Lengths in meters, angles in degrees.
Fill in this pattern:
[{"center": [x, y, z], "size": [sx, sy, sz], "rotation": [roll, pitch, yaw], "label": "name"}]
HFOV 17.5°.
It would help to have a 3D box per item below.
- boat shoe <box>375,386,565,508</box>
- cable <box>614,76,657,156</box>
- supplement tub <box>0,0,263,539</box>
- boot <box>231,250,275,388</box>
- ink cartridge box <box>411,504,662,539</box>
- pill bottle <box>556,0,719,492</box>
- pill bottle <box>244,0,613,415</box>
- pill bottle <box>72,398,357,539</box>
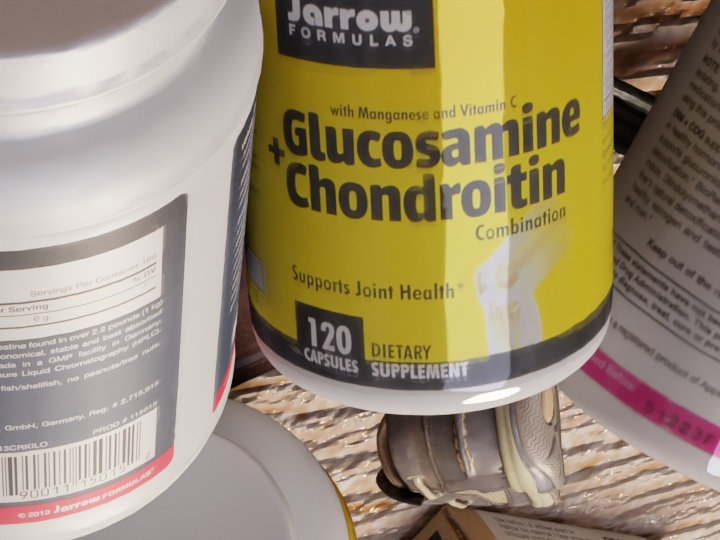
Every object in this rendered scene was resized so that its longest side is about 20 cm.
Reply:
[{"center": [0.040, 0.056, 0.915], "size": [0.073, 0.075, 0.200], "rotation": [-4, 170, 3], "label": "boat shoe"}, {"center": [0.150, -0.025, 0.899], "size": [0.199, 0.097, 0.051], "rotation": [7, 125, -43], "label": "cable"}, {"center": [-0.099, -0.031, 0.639], "size": [0.139, 0.141, 0.201], "rotation": [-18, 145, -21], "label": "supplement tub"}, {"center": [0.000, 0.000, 0.855], "size": [0.166, 0.073, 0.199], "rotation": [-31, 153, 24], "label": "boot"}, {"center": [0.065, 0.201, 1.141], "size": [0.199, 0.075, 0.165], "rotation": [16, 122, -49], "label": "ink cartridge box"}, {"center": [0.149, -0.034, 0.774], "size": [0.113, 0.113, 0.201], "rotation": [10, 114, -46], "label": "pill bottle"}, {"center": [0.017, -0.069, 0.672], "size": [0.111, 0.112, 0.202], "rotation": [-16, 119, -23], "label": "pill bottle"}, {"center": [-0.057, 0.101, 0.810], "size": [0.111, 0.112, 0.200], "rotation": [-30, 173, -3], "label": "pill bottle"}]
